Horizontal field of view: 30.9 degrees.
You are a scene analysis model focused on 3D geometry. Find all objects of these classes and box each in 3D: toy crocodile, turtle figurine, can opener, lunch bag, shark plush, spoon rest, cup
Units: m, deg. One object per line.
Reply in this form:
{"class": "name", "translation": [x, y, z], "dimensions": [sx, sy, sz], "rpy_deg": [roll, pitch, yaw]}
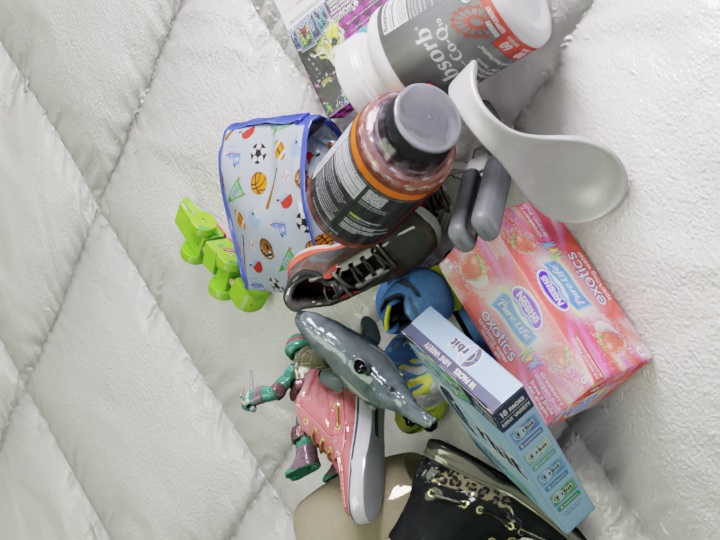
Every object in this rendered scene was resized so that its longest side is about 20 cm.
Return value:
{"class": "toy crocodile", "translation": [-0.190, -0.023, 1.748], "dimensions": [0.200, 0.061, 0.068], "rpy_deg": [49, 135, 33]}
{"class": "turtle figurine", "translation": [-0.069, 0.152, 1.575], "dimensions": [0.101, 0.148, 0.203], "rpy_deg": [-53, 46, 48]}
{"class": "can opener", "translation": [0.113, -0.099, 1.274], "dimensions": [0.053, 0.201, 0.067], "rpy_deg": [-25, 115, 27]}
{"class": "lunch bag", "translation": [-0.076, -0.085, 1.540], "dimensions": [0.169, 0.123, 0.203], "rpy_deg": [0, 112, 47]}
{"class": "shark plush", "translation": [0.003, 0.118, 1.399], "dimensions": [0.091, 0.083, 0.201], "rpy_deg": [-39, 54, 3]}
{"class": "spoon rest", "translation": [0.166, -0.113, 1.235], "dimensions": [0.199, 0.061, 0.099], "rpy_deg": [36, 129, -13]}
{"class": "cup", "translation": [0.042, 0.295, 1.504], "dimensions": [0.143, 0.199, 0.201], "rpy_deg": [-47, 65, 17]}

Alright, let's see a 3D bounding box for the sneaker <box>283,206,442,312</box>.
{"class": "sneaker", "translation": [0.000, 0.000, 1.396], "dimensions": [0.198, 0.082, 0.077], "rpy_deg": [-26, 112, 29]}

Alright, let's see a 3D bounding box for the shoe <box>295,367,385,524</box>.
{"class": "shoe", "translation": [-0.024, 0.192, 1.455], "dimensions": [0.089, 0.203, 0.072], "rpy_deg": [-9, 142, 16]}

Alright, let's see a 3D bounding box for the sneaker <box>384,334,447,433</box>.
{"class": "sneaker", "translation": [0.066, 0.105, 1.458], "dimensions": [0.106, 0.075, 0.201], "rpy_deg": [64, 152, 20]}

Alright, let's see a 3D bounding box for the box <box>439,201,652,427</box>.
{"class": "box", "translation": [0.182, 0.040, 1.299], "dimensions": [0.202, 0.102, 0.095], "rpy_deg": [59, 138, 18]}

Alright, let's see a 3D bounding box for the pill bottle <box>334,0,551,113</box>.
{"class": "pill bottle", "translation": [0.078, -0.228, 1.278], "dimensions": [0.198, 0.115, 0.117], "rpy_deg": [-28, 81, 31]}

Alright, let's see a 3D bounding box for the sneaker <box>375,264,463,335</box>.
{"class": "sneaker", "translation": [0.042, 0.038, 1.445], "dimensions": [0.067, 0.078, 0.200], "rpy_deg": [65, 161, -3]}

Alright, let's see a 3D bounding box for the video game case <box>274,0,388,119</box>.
{"class": "video game case", "translation": [0.005, -0.293, 1.404], "dimensions": [0.199, 0.036, 0.183], "rpy_deg": [-32, 77, 32]}

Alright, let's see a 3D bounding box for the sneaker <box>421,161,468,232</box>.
{"class": "sneaker", "translation": [0.061, -0.068, 1.416], "dimensions": [0.198, 0.081, 0.079], "rpy_deg": [-7, 98, 49]}

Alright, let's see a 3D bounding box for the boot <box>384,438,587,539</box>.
{"class": "boot", "translation": [0.126, 0.293, 1.389], "dimensions": [0.202, 0.073, 0.155], "rpy_deg": [30, 89, 10]}

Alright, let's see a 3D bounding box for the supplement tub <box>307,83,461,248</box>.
{"class": "supplement tub", "translation": [0.026, -0.104, 1.270], "dimensions": [0.108, 0.106, 0.200], "rpy_deg": [65, 150, 10]}

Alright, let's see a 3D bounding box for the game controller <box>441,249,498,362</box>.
{"class": "game controller", "translation": [0.140, 0.072, 1.386], "dimensions": [0.202, 0.042, 0.104], "rpy_deg": [61, 173, 15]}

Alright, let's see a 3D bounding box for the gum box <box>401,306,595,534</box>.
{"class": "gum box", "translation": [0.138, 0.148, 1.298], "dimensions": [0.170, 0.044, 0.201], "rpy_deg": [42, 169, 53]}
